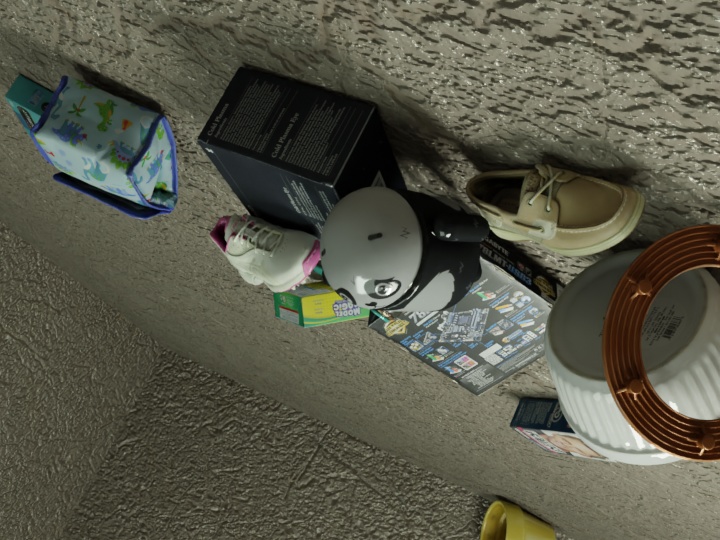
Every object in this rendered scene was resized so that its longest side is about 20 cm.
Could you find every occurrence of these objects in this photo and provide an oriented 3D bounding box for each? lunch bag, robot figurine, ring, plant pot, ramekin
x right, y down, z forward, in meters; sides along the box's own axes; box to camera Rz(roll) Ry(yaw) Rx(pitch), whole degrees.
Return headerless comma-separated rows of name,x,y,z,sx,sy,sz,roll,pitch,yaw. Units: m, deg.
lunch bag,-0.361,-0.163,1.293,0.167,0.130,0.201,24,163,7
robot figurine,0.047,-0.018,0.919,0.198,0.152,0.125,5,-151,-50
ring,0.303,0.063,0.761,0.198,0.203,0.019,30,176,-7
plant pot,0.491,0.829,2.723,0.185,0.206,0.201,15,166,-11
ramekin,0.273,0.073,0.863,0.198,0.202,0.106,10,146,46

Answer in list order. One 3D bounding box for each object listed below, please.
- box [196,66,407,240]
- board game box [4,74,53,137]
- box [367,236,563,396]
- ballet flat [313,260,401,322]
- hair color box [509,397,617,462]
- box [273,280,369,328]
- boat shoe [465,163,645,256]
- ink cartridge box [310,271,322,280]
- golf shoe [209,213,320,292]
box,-0.057,-0.112,1.010,0.179,0.106,0.201,20,161,23
board game box,-0.473,-0.225,1.467,0.197,0.048,0.151,28,163,3
box,0.142,0.056,1.098,0.197,0.050,0.199,33,132,-21
ballet flat,0.000,0.000,1.110,0.068,0.069,0.199,35,179,-41
hair color box,0.356,0.273,1.530,0.099,0.061,0.199,33,162,-17
box,-0.017,0.039,1.289,0.196,0.050,0.117,-11,-170,-26
boat shoe,0.175,-0.064,0.835,0.065,0.073,0.199,36,168,-30
ink cartridge box,-0.054,-0.046,1.247,0.136,0.077,0.198,39,162,-34
golf shoe,-0.117,-0.026,1.056,0.091,0.076,0.198,40,159,-27
